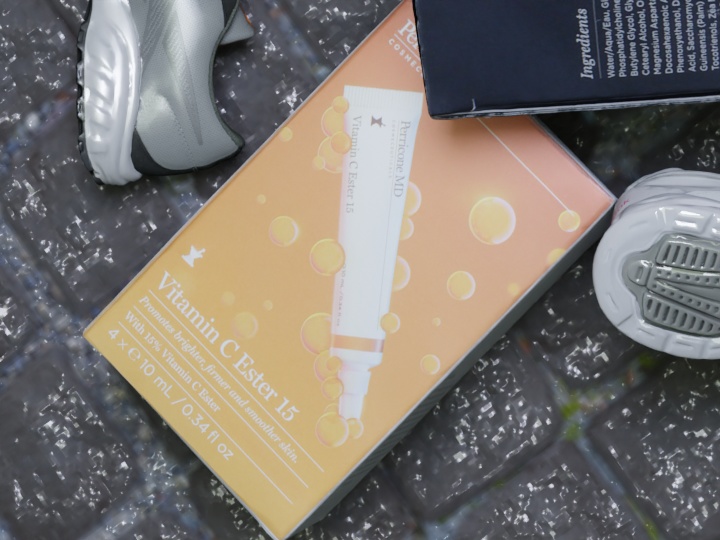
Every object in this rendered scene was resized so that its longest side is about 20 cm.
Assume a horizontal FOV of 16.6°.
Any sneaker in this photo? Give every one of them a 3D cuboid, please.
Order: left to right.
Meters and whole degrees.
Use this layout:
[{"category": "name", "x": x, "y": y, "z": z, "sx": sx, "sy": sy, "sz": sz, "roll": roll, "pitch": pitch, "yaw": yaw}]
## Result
[{"category": "sneaker", "x": -0.087, "y": -0.139, "z": 1.088, "sx": 0.079, "sy": 0.074, "sz": 0.202, "roll": -1, "pitch": 96, "yaw": -1}, {"category": "sneaker", "x": 0.191, "y": 0.000, "z": 0.982, "sx": 0.199, "sy": 0.100, "sz": 0.078, "roll": 21, "pitch": 118, "yaw": -4}]

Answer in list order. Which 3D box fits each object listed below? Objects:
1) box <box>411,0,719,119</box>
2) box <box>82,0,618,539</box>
[{"category": "box", "x": 0.121, "y": -0.165, "z": 0.976, "sx": 0.195, "sy": 0.201, "sz": 0.125, "roll": -5, "pitch": 125, "yaw": 9}, {"category": "box", "x": 0.000, "y": 0.000, "z": 1.055, "sx": 0.124, "sy": 0.097, "sz": 0.200, "roll": 45, "pitch": 95, "yaw": 6}]
